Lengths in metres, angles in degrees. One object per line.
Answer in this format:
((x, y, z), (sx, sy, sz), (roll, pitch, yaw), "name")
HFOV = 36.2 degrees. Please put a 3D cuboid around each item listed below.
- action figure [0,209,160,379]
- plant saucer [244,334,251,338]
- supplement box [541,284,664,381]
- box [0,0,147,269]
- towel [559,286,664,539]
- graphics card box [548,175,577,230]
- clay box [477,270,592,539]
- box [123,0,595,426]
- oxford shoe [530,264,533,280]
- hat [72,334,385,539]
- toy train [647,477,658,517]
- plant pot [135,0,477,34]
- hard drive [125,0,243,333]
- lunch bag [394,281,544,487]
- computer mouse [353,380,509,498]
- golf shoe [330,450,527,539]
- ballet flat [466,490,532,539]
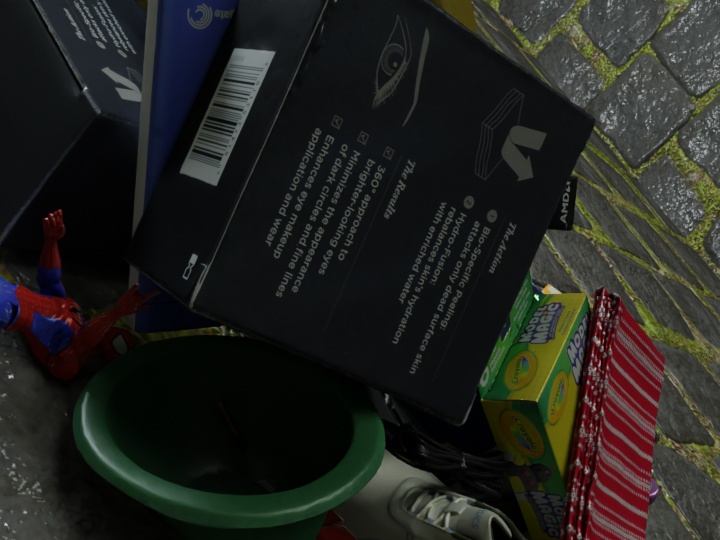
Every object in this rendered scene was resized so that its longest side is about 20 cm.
((-0.193, -0.002, 0.601), (0.199, 0.099, 0.066), (30, 26, -40), "action figure")
((0.000, 0.000, 0.826), (0.200, 0.197, 0.032), (-54, 130, -69), "plant saucer")
((0.176, 0.097, 0.990), (0.073, 0.126, 0.200), (40, 4, -9), "supplement box")
((-0.180, -0.111, 0.771), (0.199, 0.117, 0.198), (14, 36, -55), "box")
((0.187, 0.132, 0.791), (0.144, 0.022, 0.203), (41, 55, -50), "towel")
((0.069, -0.067, 0.918), (0.197, 0.052, 0.125), (5, 2, -34), "graphics card box")
((0.143, 0.109, 0.786), (0.115, 0.047, 0.202), (-55, 133, -43), "clay box")
((0.001, -0.046, 0.636), (0.198, 0.199, 0.117), (26, -2, -32), "box")
((0.078, -0.009, 1.031), (0.058, 0.197, 0.076), (-46, 128, -41), "oxford shoe")
((-0.069, 0.159, 0.640), (0.197, 0.179, 0.166), (18, 30, 19), "hat")
((0.198, 0.219, 0.919), (0.055, 0.153, 0.200), (9, 16, 0), "toy train")
((-0.018, -0.200, 0.808), (0.201, 0.195, 0.194), (51, 18, -1), "plant pot")
((-0.075, -0.066, 0.680), (0.130, 0.204, 0.025), (-4, 19, -36), "hard drive")
((0.075, 0.069, 0.911), (0.136, 0.132, 0.200), (45, 30, -6), "lunch bag")
((0.017, 0.093, 0.764), (0.140, 0.047, 0.199), (29, -4, -43), "computer mouse")
((0.057, 0.163, 0.714), (0.199, 0.098, 0.078), (35, 52, 7), "golf shoe")
((0.120, 0.202, 0.848), (0.199, 0.068, 0.069), (7, 54, -58), "ballet flat")
